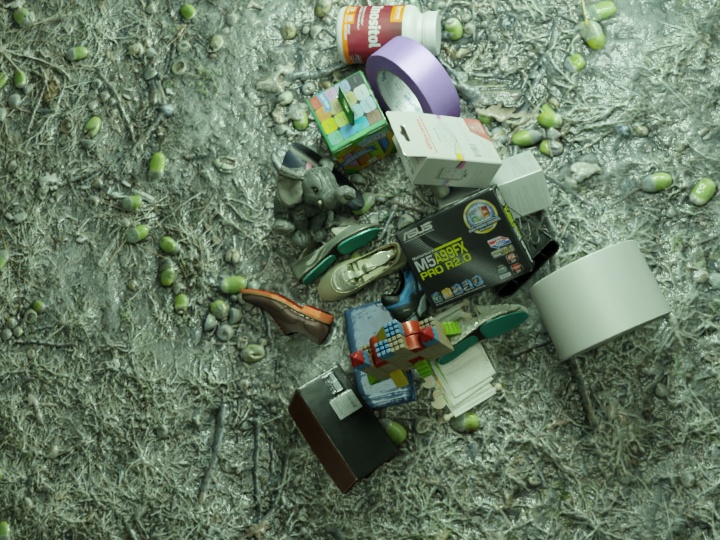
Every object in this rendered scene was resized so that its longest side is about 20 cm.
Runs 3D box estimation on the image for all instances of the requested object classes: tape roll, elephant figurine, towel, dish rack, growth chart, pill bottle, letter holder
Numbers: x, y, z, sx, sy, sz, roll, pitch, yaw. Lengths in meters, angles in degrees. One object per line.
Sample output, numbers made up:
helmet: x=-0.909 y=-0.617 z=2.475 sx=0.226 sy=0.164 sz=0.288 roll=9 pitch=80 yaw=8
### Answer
tape roll: x=0.099 y=-0.343 z=1.456 sx=0.066 sy=0.200 sz=0.200 roll=-40 pitch=74 yaw=-14
elephant figurine: x=-0.088 y=-0.152 z=1.443 sx=0.155 sy=0.200 sz=0.142 roll=27 pitch=48 yaw=-2
towel: x=0.036 y=0.162 z=1.469 sx=0.111 sy=0.049 sz=0.201 roll=-13 pitch=79 yaw=10
tape roll: x=0.413 y=0.053 z=1.322 sx=0.202 sy=0.203 sz=0.140 roll=-25 pitch=77 yaw=8
dish rack: x=0.240 y=-0.053 z=1.388 sx=0.200 sy=0.055 sz=0.153 roll=31 pitch=116 yaw=-23
growth chart: x=0.177 y=0.172 z=1.451 sx=0.144 sy=0.018 sz=0.201 roll=-24 pitch=76 yaw=8
pill bottle: x=0.058 y=-0.476 z=1.538 sx=0.199 sy=0.113 sz=0.113 roll=2 pitch=81 yaw=13
letter holder: x=-0.039 y=0.305 z=1.446 sx=0.100 sy=0.142 sz=0.200 roll=-28 pitch=72 yaw=-26

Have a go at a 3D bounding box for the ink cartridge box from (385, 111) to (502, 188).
ink cartridge box: x=0.134 y=-0.211 z=1.335 sx=0.199 sy=0.068 sz=0.117 roll=1 pitch=51 yaw=-28

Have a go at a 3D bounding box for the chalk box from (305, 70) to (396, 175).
chalk box: x=-0.017 y=-0.289 z=1.477 sx=0.124 sy=0.200 sz=0.125 roll=-27 pitch=76 yaw=7

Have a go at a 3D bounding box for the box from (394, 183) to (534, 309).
box: x=0.183 y=-0.039 z=1.345 sx=0.200 sy=0.044 sz=0.161 roll=-23 pitch=100 yaw=26

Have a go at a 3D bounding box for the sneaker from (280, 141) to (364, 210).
sneaker: x=-0.080 y=-0.172 z=1.552 sx=0.200 sy=0.070 sz=0.082 roll=42 pitch=113 yaw=15

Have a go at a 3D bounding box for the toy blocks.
toy blocks: x=0.070 y=0.134 z=1.354 sx=0.199 sy=0.137 sz=0.100 roll=-25 pitch=63 yaw=17

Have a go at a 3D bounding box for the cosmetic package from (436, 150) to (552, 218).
cosmetic package: x=0.245 y=-0.142 z=1.430 sx=0.199 sy=0.113 sz=0.081 roll=-20 pitch=116 yaw=11

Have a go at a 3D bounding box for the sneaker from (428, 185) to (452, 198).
sneaker: x=0.166 y=-0.205 z=1.437 sx=0.111 sy=0.200 sz=0.077 roll=-29 pitch=109 yaw=5

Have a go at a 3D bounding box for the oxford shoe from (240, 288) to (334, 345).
oxford shoe: x=-0.155 y=0.089 z=1.514 sx=0.199 sy=0.071 sz=0.073 roll=20 pitch=90 yaw=15

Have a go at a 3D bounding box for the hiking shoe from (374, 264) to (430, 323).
hiking shoe: x=0.118 y=0.009 z=1.440 sx=0.087 sy=0.074 sz=0.200 roll=38 pitch=77 yaw=-13

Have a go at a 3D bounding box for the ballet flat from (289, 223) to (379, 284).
ballet flat: x=-0.056 y=-0.050 z=1.517 sx=0.200 sy=0.067 sz=0.064 roll=-36 pitch=67 yaw=4

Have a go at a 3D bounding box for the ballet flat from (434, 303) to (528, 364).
ballet flat: x=0.210 y=0.102 z=1.413 sx=0.200 sy=0.072 sz=0.072 roll=-29 pitch=76 yaw=6

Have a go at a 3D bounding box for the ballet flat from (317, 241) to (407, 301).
ballet flat: x=0.000 y=0.000 z=1.494 sx=0.200 sy=0.069 sz=0.070 roll=-28 pitch=76 yaw=7
